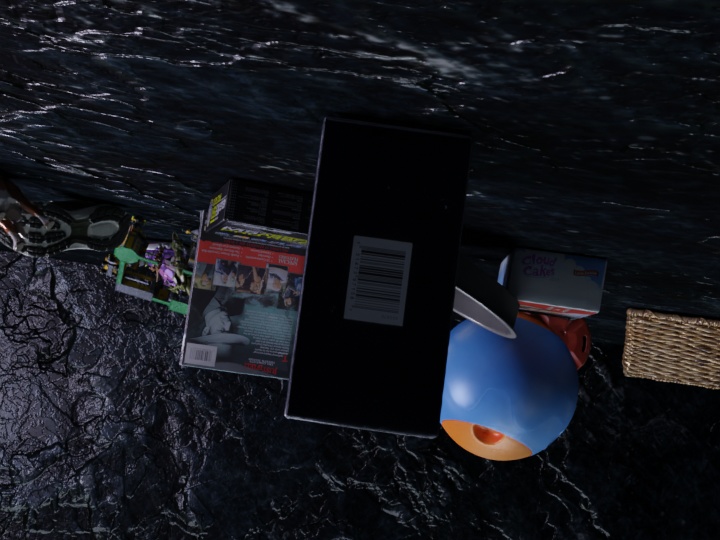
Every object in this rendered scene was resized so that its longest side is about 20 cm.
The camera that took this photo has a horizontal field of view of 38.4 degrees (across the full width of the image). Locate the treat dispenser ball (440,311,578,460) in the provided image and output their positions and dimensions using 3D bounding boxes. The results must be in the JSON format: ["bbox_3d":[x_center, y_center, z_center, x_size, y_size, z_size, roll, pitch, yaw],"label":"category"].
[{"bbox_3d":[0.192,0.154,1.396,0.199,0.203,0.201,8,176,1],"label":"treat dispenser ball"}]

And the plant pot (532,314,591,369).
[{"bbox_3d":[0.364,0.151,2.104,0.199,0.203,0.195,9,168,-8],"label":"plant pot"}]

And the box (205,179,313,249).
[{"bbox_3d":[-0.059,-0.051,1.119,0.198,0.045,0.160,9,176,-16],"label":"box"}]

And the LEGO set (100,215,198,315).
[{"bbox_3d":[-0.280,-0.023,1.564,0.198,0.117,0.154,13,142,-2],"label":"LEGO set"}]

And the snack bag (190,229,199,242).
[{"bbox_3d":[-0.148,-0.040,1.584,0.198,0.022,0.188,10,176,-19],"label":"snack bag"}]

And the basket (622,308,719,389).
[{"bbox_3d":[0.608,0.119,1.972,0.198,0.150,0.143,7,-152,18],"label":"basket"}]

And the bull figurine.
[{"bbox_3d":[-0.449,-0.082,1.207,0.121,0.065,0.200,41,-170,10],"label":"bull figurine"}]

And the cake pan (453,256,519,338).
[{"bbox_3d":[0.108,0.013,1.232,0.199,0.037,0.200,33,174,4],"label":"cake pan"}]

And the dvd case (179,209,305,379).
[{"bbox_3d":[-0.147,0.032,1.331,0.145,0.202,0.022,8,-179,-9],"label":"dvd case"}]

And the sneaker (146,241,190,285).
[{"bbox_3d":[-0.358,-0.006,1.978,0.080,0.089,0.200,7,174,33],"label":"sneaker"}]

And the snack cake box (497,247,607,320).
[{"bbox_3d":[0.240,0.020,1.335,0.114,0.068,0.200,10,175,3],"label":"snack cake box"}]

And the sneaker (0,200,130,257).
[{"bbox_3d":[-0.415,-0.065,1.394,0.088,0.078,0.199,26,-164,40],"label":"sneaker"}]

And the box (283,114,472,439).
[{"bbox_3d":[0.012,0.010,0.755,0.103,0.202,0.182,7,176,-1],"label":"box"}]
